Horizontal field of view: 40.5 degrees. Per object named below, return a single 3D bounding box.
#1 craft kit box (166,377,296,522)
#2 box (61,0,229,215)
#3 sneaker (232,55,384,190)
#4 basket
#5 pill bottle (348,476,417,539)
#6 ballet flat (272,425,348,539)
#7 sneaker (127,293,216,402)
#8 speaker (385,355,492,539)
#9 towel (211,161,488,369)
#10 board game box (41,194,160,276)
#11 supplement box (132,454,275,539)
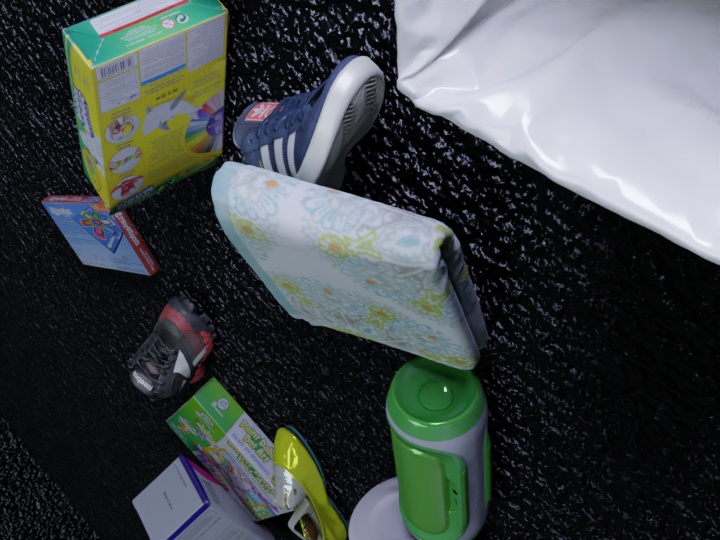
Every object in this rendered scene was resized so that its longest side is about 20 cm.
[{"bbox_3d":[-0.171,0.252,1.343,0.200,0.048,0.197,48,149,0],"label":"craft kit box"},{"bbox_3d":[-0.166,-0.129,0.780,0.048,0.117,0.200,50,154,21],"label":"box"},{"bbox_3d":[-0.047,-0.100,0.693,0.084,0.075,0.200,41,152,3],"label":"sneaker"},{"bbox_3d":[0.132,-0.130,0.315,0.200,0.161,0.199,34,149,27],"label":"basket"},{"bbox_3d":[0.071,0.317,1.005,0.114,0.114,0.201,16,138,45],"label":"pill bottle"},{"bbox_3d":[-0.071,0.284,1.213,0.067,0.067,0.201,17,139,45],"label":"ballet flat"},{"bbox_3d":[-0.231,0.102,1.182,0.071,0.098,0.201,44,150,11],"label":"sneaker"},{"bbox_3d":[0.069,0.162,0.847,0.088,0.088,0.201,30,147,31],"label":"speaker"},{"bbox_3d":[0.000,0.000,0.700,0.170,0.048,0.200,14,159,23],"label":"towel"},{"bbox_3d":[-0.325,-0.046,1.211,0.199,0.019,0.103,7,133,51],"label":"board game box"},{"bbox_3d":[-0.219,0.370,1.411,0.101,0.103,0.200,47,179,45],"label":"supplement box"}]
